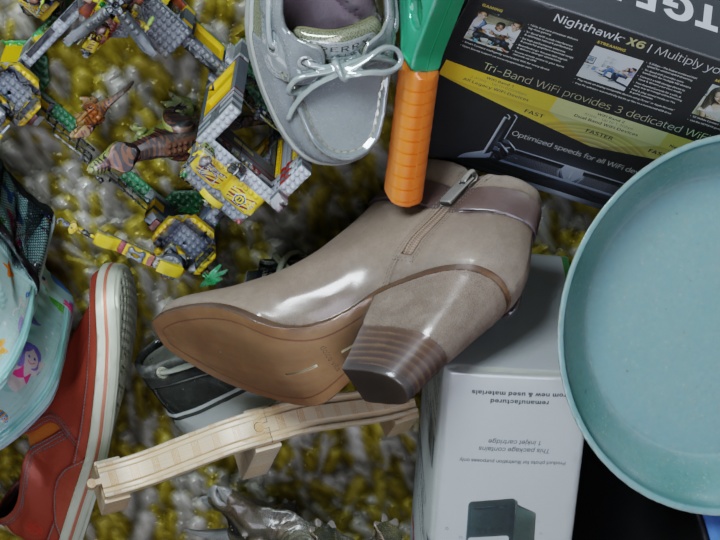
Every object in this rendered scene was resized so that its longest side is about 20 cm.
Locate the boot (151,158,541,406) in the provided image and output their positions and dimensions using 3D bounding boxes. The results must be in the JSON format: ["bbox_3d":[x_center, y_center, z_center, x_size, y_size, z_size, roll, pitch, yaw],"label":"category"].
[{"bbox_3d":[0.000,0.000,1.204,0.199,0.147,0.070,12,144,34],"label":"boot"}]

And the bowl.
[{"bbox_3d":[0.169,0.162,1.267,0.039,0.201,0.202,-10,119,-23],"label":"bowl"}]

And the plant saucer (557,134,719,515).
[{"bbox_3d":[0.191,0.026,1.165,0.198,0.036,0.202,-3,100,-15],"label":"plant saucer"}]

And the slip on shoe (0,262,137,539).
[{"bbox_3d":[-0.172,0.083,1.302,0.061,0.074,0.201,16,120,-4],"label":"slip on shoe"}]

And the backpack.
[{"bbox_3d":[-0.251,0.035,1.204,0.177,0.200,0.151,-29,113,13],"label":"backpack"}]

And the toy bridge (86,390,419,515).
[{"bbox_3d":[-0.061,0.098,1.273,0.199,0.067,0.027,-14,74,-16],"label":"toy bridge"}]

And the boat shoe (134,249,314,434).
[{"bbox_3d":[-0.040,0.026,1.271,0.199,0.071,0.064,-31,113,17],"label":"boat shoe"}]

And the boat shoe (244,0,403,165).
[{"bbox_3d":[-0.016,-0.144,1.109,0.074,0.065,0.203,-6,113,-15],"label":"boat shoe"}]

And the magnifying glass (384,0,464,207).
[{"bbox_3d":[0.031,-0.125,1.124,0.022,0.080,0.201,-7,124,-17],"label":"magnifying glass"}]

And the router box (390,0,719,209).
[{"bbox_3d":[0.132,-0.098,1.176,0.199,0.053,0.157,17,149,-9],"label":"router box"}]

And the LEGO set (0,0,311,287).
[{"bbox_3d":[-0.116,-0.074,1.194,0.153,0.116,0.200,-35,111,16],"label":"LEGO set"}]

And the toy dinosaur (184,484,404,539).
[{"bbox_3d":[-0.018,0.204,1.321,0.102,0.077,0.201,-39,72,49],"label":"toy dinosaur"}]

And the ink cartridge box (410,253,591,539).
[{"bbox_3d":[0.076,0.110,1.270,0.082,0.147,0.201,3,118,-2],"label":"ink cartridge box"}]
